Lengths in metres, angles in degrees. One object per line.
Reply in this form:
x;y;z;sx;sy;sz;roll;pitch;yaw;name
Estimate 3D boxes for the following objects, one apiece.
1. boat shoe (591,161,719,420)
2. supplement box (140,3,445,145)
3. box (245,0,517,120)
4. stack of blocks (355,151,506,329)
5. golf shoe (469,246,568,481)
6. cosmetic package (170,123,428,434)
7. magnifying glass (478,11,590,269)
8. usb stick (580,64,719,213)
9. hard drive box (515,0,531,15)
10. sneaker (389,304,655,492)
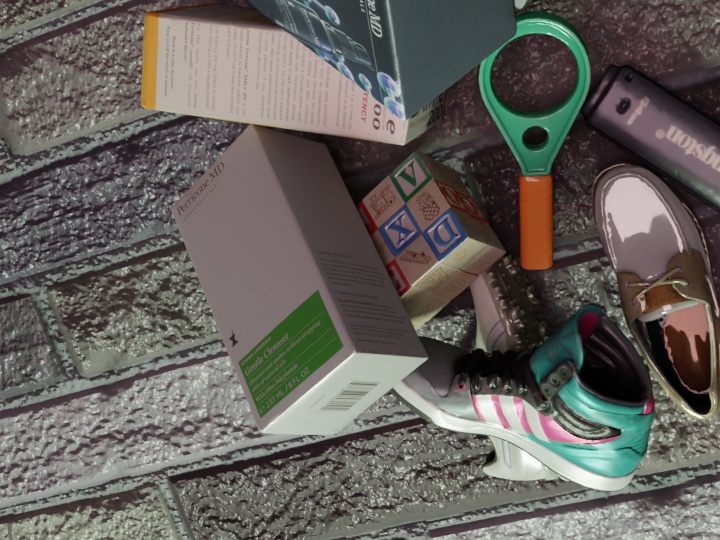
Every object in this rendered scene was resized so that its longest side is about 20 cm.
0.227;0.015;0.900;0.075;0.068;0.200;-24;97;21;boat shoe
-0.044;-0.148;0.902;0.200;0.126;0.074;10;107;14;supplement box
-0.008;-0.220;0.775;0.107;0.148;0.200;-40;60;-17;box
0.000;0.000;0.940;0.200;0.059;0.115;-42;59;22;stack of blocks
0.104;0.078;0.953;0.097;0.078;0.200;-15;99;26;golf shoe
-0.048;0.007;0.881;0.108;0.085;0.200;-43;59;28;cosmetic package
0.129;-0.091;0.898;0.080;0.022;0.200;-2;121;6;magnifying glass
0.254;-0.078;0.885;0.200;0.033;0.055;34;112;5;usb stick
0.071;-0.280;0.808;0.077;0.156;0.200;-44;91;-7;hard drive box
0.117;0.069;0.849;0.200;0.084;0.121;23;129;4;sneaker
